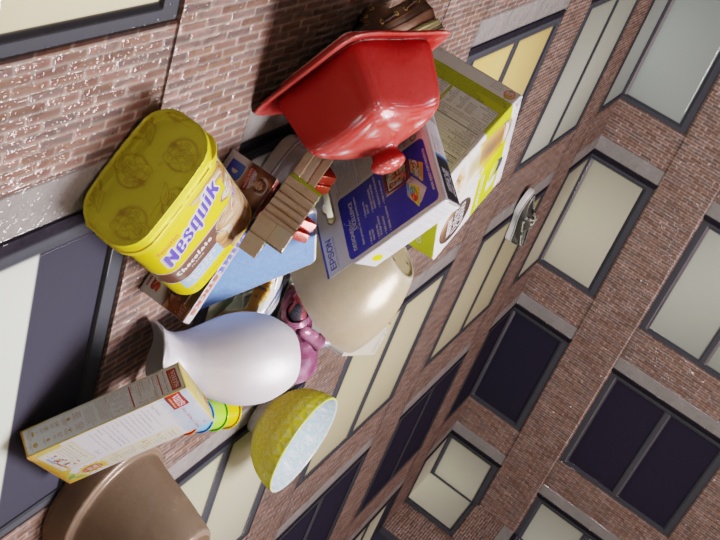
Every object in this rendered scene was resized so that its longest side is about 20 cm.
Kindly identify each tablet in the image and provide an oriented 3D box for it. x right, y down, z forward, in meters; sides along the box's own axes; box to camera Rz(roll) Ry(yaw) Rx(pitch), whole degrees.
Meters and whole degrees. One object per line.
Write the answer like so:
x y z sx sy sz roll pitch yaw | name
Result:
-0.146 -0.012 1.279 0.197 0.014 0.131 -23 153 -16 | tablet

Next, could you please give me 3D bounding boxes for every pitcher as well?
-0.192 0.131 1.315 0.197 0.123 0.172 0 146 -31 | pitcher

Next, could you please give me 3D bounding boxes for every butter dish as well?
0.010 -0.187 1.183 0.198 0.150 0.198 -28 171 41 | butter dish

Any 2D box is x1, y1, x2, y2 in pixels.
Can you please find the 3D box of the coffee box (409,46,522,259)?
0.091 -0.181 1.461 0.198 0.198 0.201 -47 160 -26 | coffee box

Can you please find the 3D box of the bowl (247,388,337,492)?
-0.140 0.286 1.799 0.201 0.107 0.201 -49 161 -23 | bowl

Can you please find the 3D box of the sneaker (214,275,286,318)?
-0.155 0.063 1.424 0.202 0.075 0.088 -61 163 13 | sneaker

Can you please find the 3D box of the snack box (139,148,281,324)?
-0.178 -0.041 1.182 0.202 0.071 0.024 -57 164 -3 | snack box

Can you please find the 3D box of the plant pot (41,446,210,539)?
-0.303 0.351 1.352 0.201 0.173 0.201 -48 162 -22 | plant pot

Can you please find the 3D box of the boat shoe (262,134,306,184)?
-0.115 -0.077 1.298 0.202 0.068 0.072 -56 163 -4 | boat shoe

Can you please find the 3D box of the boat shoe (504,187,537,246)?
0.464 -0.148 2.786 0.071 0.063 0.202 -44 159 -35 | boat shoe

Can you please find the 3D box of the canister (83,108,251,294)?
-0.197 -0.065 1.067 0.150 0.086 0.200 -54 164 -9 | canister

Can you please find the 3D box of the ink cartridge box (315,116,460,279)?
0.022 -0.114 1.278 0.199 0.201 0.047 -35 144 32 | ink cartridge box

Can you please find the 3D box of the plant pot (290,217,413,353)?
0.000 0.000 1.463 0.133 0.203 0.200 -28 171 18 | plant pot

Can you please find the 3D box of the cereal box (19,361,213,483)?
-0.284 0.185 1.185 0.197 0.040 0.144 -23 156 -6 | cereal box

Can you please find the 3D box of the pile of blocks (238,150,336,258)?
-0.081 -0.066 1.194 0.082 0.062 0.201 -52 -175 47 | pile of blocks

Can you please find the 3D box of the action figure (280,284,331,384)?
-0.109 0.089 1.594 0.147 0.135 0.201 -25 153 -17 | action figure

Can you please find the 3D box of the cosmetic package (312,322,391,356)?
-0.025 0.098 1.800 0.074 0.103 0.200 -59 164 5 | cosmetic package

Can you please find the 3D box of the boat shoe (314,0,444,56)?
0.017 -0.303 1.277 0.198 0.068 0.072 -27 180 -30 | boat shoe

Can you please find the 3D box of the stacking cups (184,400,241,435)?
-0.244 0.215 1.470 0.061 0.060 0.200 -59 163 8 | stacking cups
